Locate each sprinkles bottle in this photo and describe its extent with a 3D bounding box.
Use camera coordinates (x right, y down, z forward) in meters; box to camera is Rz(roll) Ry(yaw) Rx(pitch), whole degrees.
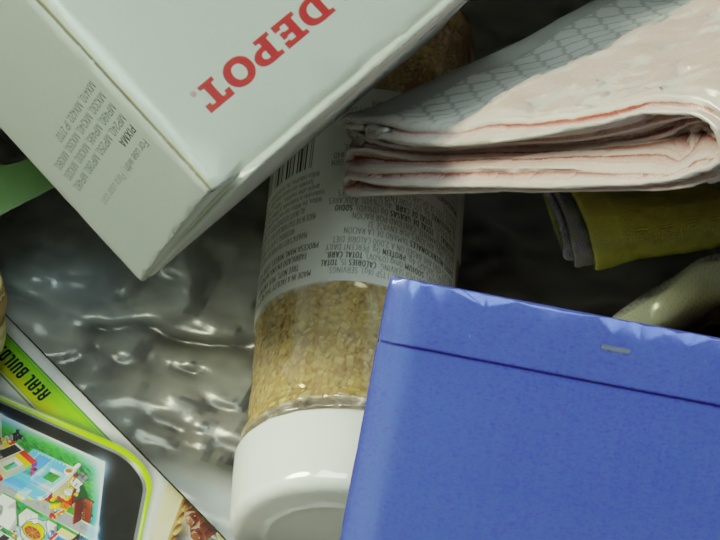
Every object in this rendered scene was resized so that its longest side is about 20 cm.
[{"bbox_3d":[0.000,0.000,0.900,0.068,0.068,0.201,0,56,7],"label":"sprinkles bottle"}]

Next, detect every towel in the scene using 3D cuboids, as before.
[{"bbox_3d":[0.117,-0.069,0.842,0.199,0.032,0.191,-26,15,-33],"label":"towel"},{"bbox_3d":[0.146,-0.048,0.899,0.199,0.023,0.144,-10,21,-2],"label":"towel"}]

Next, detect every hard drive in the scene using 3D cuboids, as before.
[{"bbox_3d":[0.054,0.113,0.776,0.131,0.025,0.201,11,86,3],"label":"hard drive"}]

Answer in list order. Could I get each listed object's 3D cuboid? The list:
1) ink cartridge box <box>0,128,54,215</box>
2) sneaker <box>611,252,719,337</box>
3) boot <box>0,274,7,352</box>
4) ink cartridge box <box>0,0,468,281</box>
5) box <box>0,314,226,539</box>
[{"bbox_3d":[-0.139,-0.106,0.984,0.145,0.048,0.200,-29,44,-13],"label":"ink cartridge box"},{"bbox_3d":[0.072,0.068,0.833,0.081,0.088,0.200,25,63,22],"label":"sneaker"},{"bbox_3d":[-0.189,-0.053,0.836,0.199,0.156,0.073,12,14,-19],"label":"boot"},{"bbox_3d":[-0.073,-0.120,0.841,0.200,0.083,0.146,48,60,2],"label":"ink cartridge box"},{"bbox_3d":[-0.120,0.086,0.877,0.110,0.035,0.200,-38,60,-18],"label":"box"}]
